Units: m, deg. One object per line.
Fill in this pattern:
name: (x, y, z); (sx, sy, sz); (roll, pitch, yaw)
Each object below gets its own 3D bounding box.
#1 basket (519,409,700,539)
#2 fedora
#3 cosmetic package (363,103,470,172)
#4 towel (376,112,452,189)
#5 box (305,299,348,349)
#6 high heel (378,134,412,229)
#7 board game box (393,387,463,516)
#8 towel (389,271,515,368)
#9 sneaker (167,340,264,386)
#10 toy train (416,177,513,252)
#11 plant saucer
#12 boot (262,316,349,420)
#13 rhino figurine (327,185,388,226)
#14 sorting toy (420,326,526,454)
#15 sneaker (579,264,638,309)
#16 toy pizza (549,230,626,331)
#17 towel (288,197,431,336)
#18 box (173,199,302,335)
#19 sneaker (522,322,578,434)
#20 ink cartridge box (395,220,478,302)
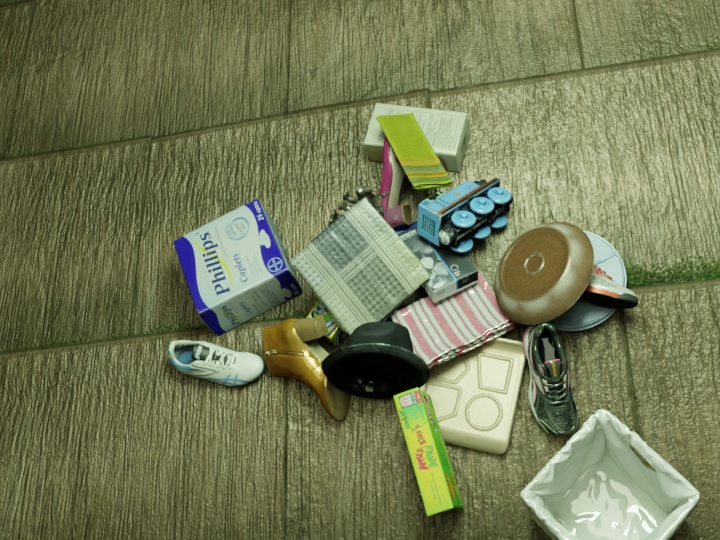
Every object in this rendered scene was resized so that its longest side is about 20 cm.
basket: (0.386, 0.365, 1.352); (0.200, 0.161, 0.198); (-44, 62, -8)
fedora: (0.029, 0.147, 1.527); (0.198, 0.202, 0.093); (-1, 55, 14)
cosmetic package: (0.117, -0.273, 1.779); (0.197, 0.071, 0.106); (11, 69, 19)
towel: (0.103, -0.233, 1.671); (0.085, 0.018, 0.201); (-6, 52, -26)
box: (-0.021, 0.045, 1.667); (0.070, 0.064, 0.201); (27, 75, 24)
high heel: (0.046, -0.178, 1.724); (0.095, 0.067, 0.203); (-11, 78, 37)
board game box: (0.115, 0.307, 1.466); (0.047, 0.102, 0.202); (-20, 71, 11)
towel: (0.167, 0.086, 1.580); (0.198, 0.030, 0.147); (-24, 46, -11)
sneaker: (-0.281, 0.175, 1.669); (0.197, 0.073, 0.073); (6, 65, 16)
toy train: (0.200, -0.113, 1.640); (0.114, 0.088, 0.199); (34, 50, 32)
plant saucer: (0.311, -0.004, 1.518); (0.199, 0.037, 0.203); (-26, 47, 31)
boot: (-0.106, 0.189, 1.622); (0.143, 0.070, 0.204); (-17, 89, 35)
rhino figurine: (0.001, -0.116, 1.671); (0.087, 0.200, 0.060); (27, 65, -7)
sorting toy: (0.191, 0.213, 1.552); (0.183, 0.037, 0.203); (9, 72, 19)
sneaker: (0.401, -0.004, 1.542); (0.199, 0.067, 0.109); (12, 72, 22)
toy pizza: (0.385, 0.019, 1.592); (0.197, 0.032, 0.203); (-6, 65, 12)
towel: (0.000, 0.000, 1.594); (0.192, 0.035, 0.201); (-40, 86, 2)
box: (-0.245, -0.007, 1.728); (0.198, 0.105, 0.185); (-27, 61, 1)
sneaker: (0.322, 0.182, 1.481); (0.079, 0.086, 0.203); (-15, 75, -2)
ink cartridge box: (0.134, -0.036, 1.652); (0.098, 0.039, 0.201); (-25, 51, -11)
